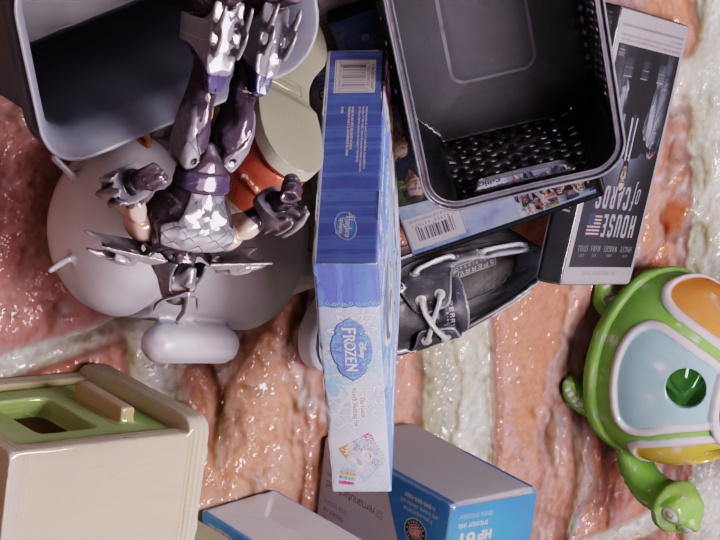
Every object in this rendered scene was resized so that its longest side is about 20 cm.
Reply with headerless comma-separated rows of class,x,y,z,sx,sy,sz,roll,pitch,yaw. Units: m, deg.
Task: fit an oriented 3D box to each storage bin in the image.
storage bin,-0.144,-0.156,1.437,0.200,0.134,0.146,-26,122,-30
storage bin,0.084,-0.154,1.549,0.135,0.094,0.201,-13,122,0

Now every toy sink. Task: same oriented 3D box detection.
toy sink,-0.172,0.129,1.526,0.199,0.130,0.113,-2,107,-39

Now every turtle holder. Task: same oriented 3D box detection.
turtle holder,0.238,0.094,1.861,0.141,0.132,0.186,34,83,-43

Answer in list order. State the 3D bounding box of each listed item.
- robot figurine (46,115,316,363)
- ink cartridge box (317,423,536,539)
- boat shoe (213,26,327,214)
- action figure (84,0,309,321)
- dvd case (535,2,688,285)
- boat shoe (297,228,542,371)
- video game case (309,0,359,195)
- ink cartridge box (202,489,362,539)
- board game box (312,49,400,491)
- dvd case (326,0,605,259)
robot figurine,-0.113,-0.023,1.528,0.199,0.113,0.170,9,65,-42
ink cartridge box,0.038,0.229,1.731,0.084,0.144,0.201,-8,111,-38
boat shoe,-0.063,-0.110,1.516,0.071,0.200,0.063,27,127,-27
action figure,-0.086,-0.067,1.383,0.130,0.069,0.201,2,106,-42
dvd case,0.184,-0.089,1.775,0.150,0.025,0.201,0,103,-65
boat shoe,0.048,0.023,1.714,0.200,0.068,0.072,-22,120,-33
video game case,0.039,-0.155,1.671,0.200,0.022,0.183,-25,121,-33
ink cartridge box,-0.053,0.268,1.690,0.068,0.115,0.201,-13,115,-36
board game box,0.000,0.000,1.544,0.043,0.200,0.200,0,134,3
dvd case,0.074,-0.111,1.641,0.142,0.018,0.201,-19,123,3
